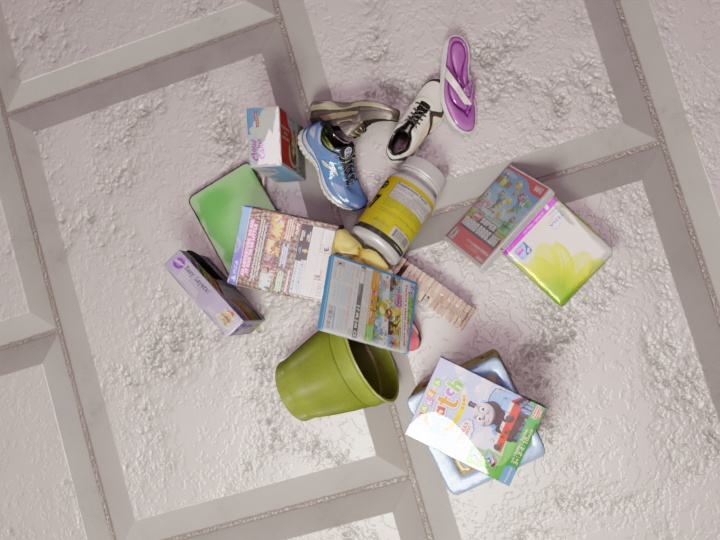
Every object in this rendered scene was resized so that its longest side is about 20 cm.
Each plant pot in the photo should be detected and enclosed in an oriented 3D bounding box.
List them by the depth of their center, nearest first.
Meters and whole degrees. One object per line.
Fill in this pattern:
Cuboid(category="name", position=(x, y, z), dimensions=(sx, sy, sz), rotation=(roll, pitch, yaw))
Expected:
Cuboid(category="plant pot", position=(-0.056, 0.203, 1.520), dimensions=(0.193, 0.200, 0.201), rotation=(-28, 84, 19))

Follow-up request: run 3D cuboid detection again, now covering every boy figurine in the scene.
Cuboid(category="boy figurine", position=(0.000, 0.000, 1.506), dimensions=(0.124, 0.200, 0.065), rotation=(-2, 49, 20))

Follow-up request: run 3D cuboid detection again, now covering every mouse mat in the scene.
Cuboid(category="mouse mat", position=(-0.255, -0.108, 1.629), dimensions=(0.161, 0.008, 0.200), rotation=(-30, 86, 6))

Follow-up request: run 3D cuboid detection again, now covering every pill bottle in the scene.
Cuboid(category="pill bottle", position=(0.078, -0.120, 1.521), dimensions=(0.114, 0.114, 0.200), rotation=(33, 76, 8))

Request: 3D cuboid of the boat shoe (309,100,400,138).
Cuboid(category="boat shoe", position=(-0.012, -0.305, 1.573), dimensions=(0.199, 0.074, 0.074), rotation=(7, 94, 27))

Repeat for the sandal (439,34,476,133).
Cuboid(category="sandal", position=(0.200, -0.377, 1.544), dimensions=(0.082, 0.050, 0.203), rotation=(-5, 85, -28))

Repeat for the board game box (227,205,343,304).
Cuboid(category="board game box", position=(-0.149, -0.034, 1.562), dimensions=(0.199, 0.097, 0.160), rotation=(13, 95, 4))

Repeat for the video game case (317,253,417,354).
Cuboid(category="video game case", position=(0.017, 0.065, 1.442), dimensions=(0.200, 0.018, 0.144), rotation=(19, 70, -30))

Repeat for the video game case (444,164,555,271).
Cuboid(category="video game case", position=(0.269, -0.105, 1.509), dimensions=(0.200, 0.143, 0.017), rotation=(-48, 126, 4))

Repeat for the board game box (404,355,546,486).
Cuboid(category="board game box", position=(0.199, 0.260, 1.343), dimensions=(0.200, 0.037, 0.152), rotation=(25, 92, 9))

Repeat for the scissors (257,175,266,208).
Cuboid(category="scissors", position=(-0.220, -0.108, 1.632), dimensions=(0.073, 0.014, 0.201), rotation=(-8, 88, 10))

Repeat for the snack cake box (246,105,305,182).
Cuboid(category="snack cake box", position=(-0.164, -0.246, 1.535), dimensions=(0.067, 0.200, 0.115), rotation=(-2, 87, 9))

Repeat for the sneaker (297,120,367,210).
Cuboid(category="sneaker", position=(-0.045, -0.211, 1.552), dimensions=(0.089, 0.079, 0.200), rotation=(-26, 101, 45))

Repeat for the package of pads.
Cuboid(category="package of pads", position=(0.374, -0.051, 1.514), dimensions=(0.200, 0.068, 0.155), rotation=(44, 96, 7))

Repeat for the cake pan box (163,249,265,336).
Cuboid(category="cake pan box", position=(-0.293, 0.045, 1.553), dimensions=(0.052, 0.184, 0.200), rotation=(-43, 82, 0))

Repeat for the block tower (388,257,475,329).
Cuboid(category="block tower", position=(0.136, 0.041, 1.552), dimensions=(0.200, 0.058, 0.054), rotation=(35, 93, 7))

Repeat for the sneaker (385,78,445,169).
Cuboid(category="sneaker", position=(0.116, -0.298, 1.557), dimensions=(0.074, 0.080, 0.200), rotation=(28, 90, 11))

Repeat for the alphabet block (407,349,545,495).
Cuboid(category="alphabet block", position=(0.218, 0.279, 1.459), dimensions=(0.195, 0.200, 0.197), rotation=(-25, 85, 6))

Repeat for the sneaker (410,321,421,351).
Cuboid(category="sneaker", position=(0.041, 0.115, 1.513), dimensions=(0.074, 0.200, 0.087), rotation=(-21, 39, 37))
